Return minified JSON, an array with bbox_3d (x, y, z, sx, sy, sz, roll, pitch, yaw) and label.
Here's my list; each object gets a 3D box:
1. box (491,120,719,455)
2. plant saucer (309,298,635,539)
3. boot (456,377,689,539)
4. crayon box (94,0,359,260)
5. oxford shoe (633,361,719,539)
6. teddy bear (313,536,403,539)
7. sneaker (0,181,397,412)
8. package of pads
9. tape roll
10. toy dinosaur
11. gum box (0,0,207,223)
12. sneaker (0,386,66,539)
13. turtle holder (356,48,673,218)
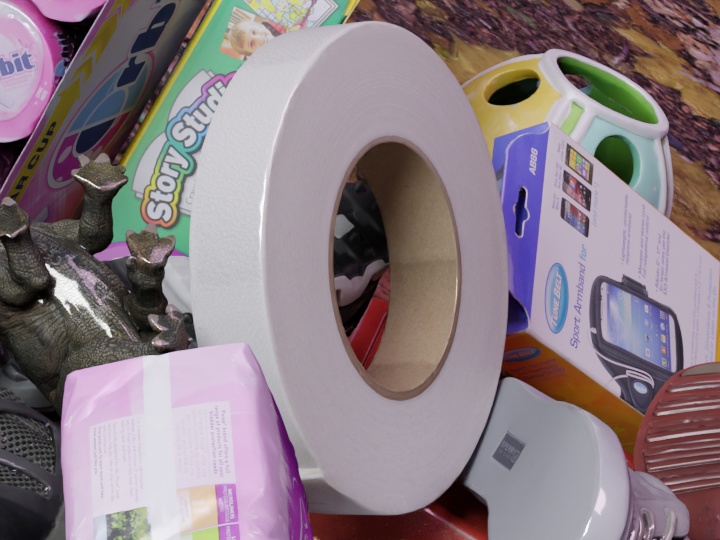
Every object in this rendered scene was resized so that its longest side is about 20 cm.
[{"bbox_3d":[0.119,0.014,1.196,0.200,0.041,0.119,34,52,-38],"label":"box"},{"bbox_3d":[0.051,0.095,1.099,0.200,0.037,0.200,33,25,-2],"label":"plant saucer"},{"bbox_3d":[0.102,0.101,0.978,0.095,0.074,0.200,31,7,-11],"label":"boot"},{"bbox_3d":[-0.057,-0.088,1.108,0.058,0.200,0.173,30,25,-6],"label":"crayon box"},{"bbox_3d":[0.169,0.125,1.133,0.070,0.075,0.200,-5,38,14],"label":"oxford shoe"},{"bbox_3d":[0.005,0.152,0.866,0.199,0.067,0.145,11,54,10],"label":"teddy bear"},{"bbox_3d":[-0.070,0.032,1.034,0.200,0.091,0.066,-22,54,-30],"label":"sneaker"},{"bbox_3d":[-0.047,0.136,0.755,0.075,0.121,0.201,-10,50,2],"label":"package of pads"},{"bbox_3d":[0.000,0.000,0.975,0.037,0.204,0.203,-3,7,30],"label":"tape roll"},{"bbox_3d":[-0.104,0.024,0.922,0.200,0.102,0.077,35,50,12],"label":"toy dinosaur"},{"bbox_3d":[-0.134,-0.089,1.016,0.066,0.200,0.113,37,23,9],"label":"gum box"},{"bbox_3d":[-0.157,0.088,0.822,0.114,0.076,0.199,35,21,9],"label":"sneaker"},{"bbox_3d":[0.084,-0.057,1.300,0.185,0.132,0.141,31,25,-6],"label":"turtle holder"}]
